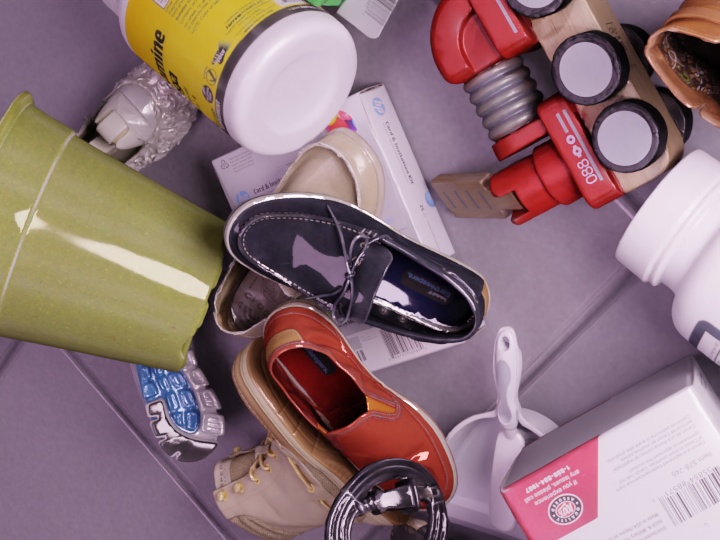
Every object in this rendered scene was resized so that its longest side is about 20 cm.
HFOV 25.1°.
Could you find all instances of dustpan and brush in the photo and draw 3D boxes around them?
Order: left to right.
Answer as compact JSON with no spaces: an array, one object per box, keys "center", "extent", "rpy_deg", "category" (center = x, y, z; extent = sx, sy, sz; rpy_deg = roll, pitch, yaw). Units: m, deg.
[{"center":[0.113,0.127,1.196],"extent":[0.139,0.057,0.200],"rpy_deg":[14,114,29],"category":"dustpan and brush"}]

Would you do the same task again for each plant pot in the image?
[{"center":[-0.204,-0.010,1.240],"extent":[0.190,0.200,0.200],"rpy_deg":[21,121,-6],"category":"plant pot"}]

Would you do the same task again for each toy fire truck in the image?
[{"center":[0.103,-0.110,1.097],"extent":[0.200,0.129,0.176],"rpy_deg":[-30,89,27],"category":"toy fire truck"}]

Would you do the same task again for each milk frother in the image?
[{"center":[0.003,0.251,1.220],"extent":[0.188,0.180,0.200],"rpy_deg":[-13,70,45],"category":"milk frother"}]

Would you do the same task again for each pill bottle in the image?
[{"center":[-0.105,-0.180,1.185],"extent":[0.200,0.112,0.113],"rpy_deg":[41,126,32],"category":"pill bottle"},{"center":[0.268,0.016,1.020],"extent":[0.200,0.120,0.120],"rpy_deg":[39,124,16],"category":"pill bottle"}]

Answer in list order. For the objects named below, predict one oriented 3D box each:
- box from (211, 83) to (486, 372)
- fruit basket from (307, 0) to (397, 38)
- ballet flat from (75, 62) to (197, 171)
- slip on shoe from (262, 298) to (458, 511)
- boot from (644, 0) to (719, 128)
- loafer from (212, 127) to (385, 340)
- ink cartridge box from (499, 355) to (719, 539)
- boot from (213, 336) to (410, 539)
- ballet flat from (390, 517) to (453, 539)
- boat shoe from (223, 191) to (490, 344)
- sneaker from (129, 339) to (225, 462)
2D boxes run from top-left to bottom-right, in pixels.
[{"center":[-0.011,-0.021,1.237],"extent":[0.156,0.041,0.200],"rpy_deg":[-21,96,36],"category":"box"},{"center":[-0.009,-0.293,1.125],"extent":[0.185,0.094,0.200],"rpy_deg":[36,107,17],"category":"fruit basket"},{"center":[-0.201,-0.104,1.317],"extent":[0.200,0.072,0.072],"rpy_deg":[-40,83,35],"category":"ballet flat"},{"center":[-0.002,0.109,1.189],"extent":[0.074,0.061,0.200],"rpy_deg":[-32,110,22],"category":"slip on shoe"},{"center":[0.272,-0.108,0.949],"extent":[0.200,0.155,0.077],"rpy_deg":[38,123,16],"category":"boot"},{"center":[-0.048,-0.017,1.195],"extent":[0.076,0.068,0.200],"rpy_deg":[39,123,15],"category":"loafer"},{"center":[0.210,0.184,1.077],"extent":[0.145,0.145,0.200],"rpy_deg":[-30,88,12],"category":"ink cartridge box"},{"center":[-0.070,0.141,1.286],"extent":[0.155,0.073,0.200],"rpy_deg":[-17,128,39],"category":"boot"},{"center":[0.102,0.263,1.268],"extent":[0.200,0.057,0.067],"rpy_deg":[38,133,24],"category":"ballet flat"},{"center":[0.000,0.000,1.137],"extent":[0.200,0.062,0.075],"rpy_deg":[22,109,-9],"category":"boat shoe"},{"center":[-0.170,0.064,1.358],"extent":[0.087,0.075,0.200],"rpy_deg":[155,104,-74],"category":"sneaker"}]
